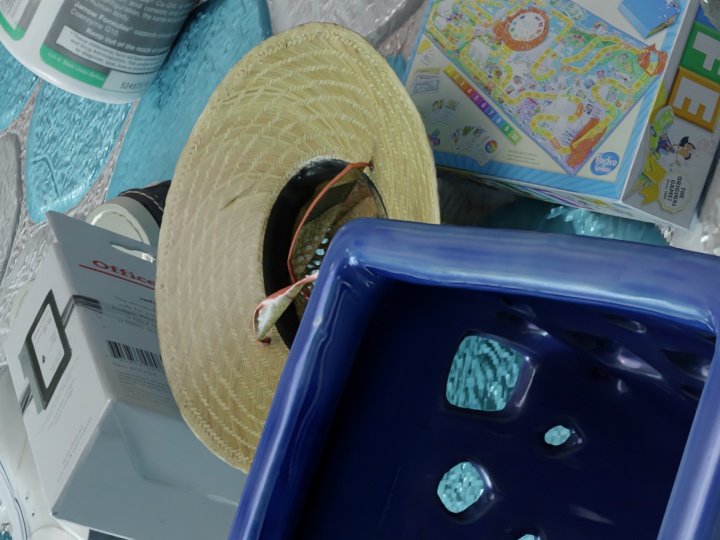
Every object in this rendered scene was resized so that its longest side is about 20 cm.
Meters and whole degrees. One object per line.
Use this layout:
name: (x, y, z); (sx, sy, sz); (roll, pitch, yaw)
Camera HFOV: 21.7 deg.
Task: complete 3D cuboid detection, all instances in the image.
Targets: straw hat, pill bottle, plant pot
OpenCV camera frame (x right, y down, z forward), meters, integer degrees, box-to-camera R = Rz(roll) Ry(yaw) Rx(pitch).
straw hat: (0.000, 0.000, 0.802); (0.200, 0.085, 0.203); (-15, 70, 50)
pill bottle: (-0.141, -0.215, 1.172); (0.201, 0.113, 0.113); (-57, 30, 24)
plant pot: (0.079, 0.109, 0.479); (0.200, 0.179, 0.201); (12, 84, 63)

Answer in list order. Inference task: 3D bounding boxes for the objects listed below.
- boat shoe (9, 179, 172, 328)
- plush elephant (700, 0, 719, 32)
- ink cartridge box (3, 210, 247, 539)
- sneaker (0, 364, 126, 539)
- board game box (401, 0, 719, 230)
boat shoe: (-0.150, 0.009, 1.128); (0.063, 0.073, 0.200); (-36, -6, -40)
plush elephant: (0.166, -0.129, 0.496); (0.165, 0.154, 0.201); (-49, 33, 35)
ink cartridge box: (-0.105, 0.055, 0.927); (0.068, 0.115, 0.200); (-60, 28, 16)
sneaker: (-0.167, 0.112, 1.071); (0.071, 0.073, 0.200); (-51, 41, 17)
board game box: (0.085, -0.096, 0.761); (0.200, 0.034, 0.135); (19, 90, 63)
